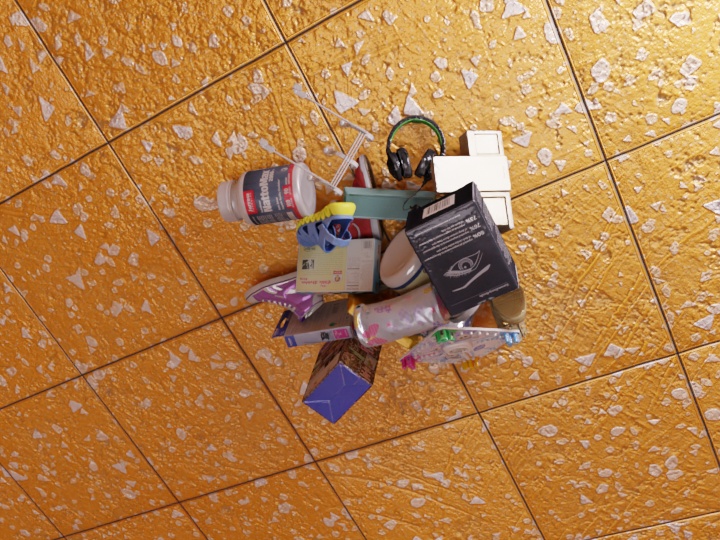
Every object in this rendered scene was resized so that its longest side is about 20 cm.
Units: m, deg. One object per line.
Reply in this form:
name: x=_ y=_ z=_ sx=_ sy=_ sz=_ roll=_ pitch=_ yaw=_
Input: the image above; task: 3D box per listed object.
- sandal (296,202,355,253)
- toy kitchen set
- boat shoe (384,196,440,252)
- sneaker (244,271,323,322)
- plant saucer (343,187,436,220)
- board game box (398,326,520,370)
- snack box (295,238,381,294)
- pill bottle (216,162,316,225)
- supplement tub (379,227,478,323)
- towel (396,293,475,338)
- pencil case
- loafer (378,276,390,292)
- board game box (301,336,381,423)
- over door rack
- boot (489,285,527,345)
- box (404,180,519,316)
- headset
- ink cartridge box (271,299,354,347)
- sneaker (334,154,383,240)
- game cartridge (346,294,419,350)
sandal: x=-0.077 y=-0.078 z=1.500 sx=0.078 sy=0.089 sz=0.199 roll=1 pitch=167 yaw=-30
toy kitchen set: x=0.195 y=-0.164 z=1.464 sx=0.160 sy=0.180 sz=0.204 roll=-3 pitch=82 yaw=-18
boat shoe: x=0.123 y=-0.079 z=1.562 sx=0.074 sy=0.062 sz=0.200 roll=39 pitch=117 yaw=-9
sneaker: x=-0.180 y=0.073 z=1.673 sx=0.198 sy=0.072 sz=0.116 roll=-17 pitch=84 yaw=20
plant saucer: x=0.061 y=-0.136 z=1.498 sx=0.196 sy=0.019 sz=0.071 roll=2 pitch=121 yaw=-2
board game box: x=0.210 y=0.171 z=1.512 sx=0.197 sy=0.026 sz=0.200 roll=4 pitch=153 yaw=-23
snack box: x=-0.051 y=-0.007 z=1.579 sx=0.197 sy=0.037 sz=0.118 roll=-1 pitch=79 yaw=27
pill bottle: x=-0.207 y=-0.162 z=1.549 sx=0.196 sy=0.120 sz=0.121 roll=-7 pitch=117 yaw=15
supplement tub: x=0.155 y=0.011 z=1.501 sx=0.199 sy=0.146 sz=0.145 roll=32 pitch=121 yaw=-25
towel: x=0.171 y=0.087 z=1.590 sx=0.198 sy=0.149 sz=0.024 roll=26 pitch=160 yaw=-17
pencil case: x=0.082 y=0.089 z=1.425 sx=0.197 sy=0.083 sz=0.092 roll=-18 pitch=90 yaw=24
loafer: x=0.000 y=0.000 z=1.604 sx=0.197 sy=0.075 sz=0.071 roll=8 pitch=114 yaw=26
board game box: x=-0.039 y=0.230 z=1.680 sx=0.096 sy=0.201 sz=0.160 roll=36 pitch=120 yaw=-11
over door rack: x=-0.090 y=-0.267 z=1.460 sx=0.198 sy=0.067 sz=0.149 roll=32 pitch=84 yaw=-10
boot: x=0.328 y=0.102 z=1.542 sx=0.072 sy=0.201 sz=0.157 roll=-20 pitch=115 yaw=1
box: x=0.193 y=-0.039 z=1.341 sx=0.146 sy=0.105 sz=0.202 roll=-23 pitch=111 yaw=19
headset: x=0.112 y=-0.215 z=1.444 sx=0.121 sy=0.094 sz=0.204 roll=3 pitch=92 yaw=-1
ink cartridge box: x=-0.104 y=0.126 z=1.684 sx=0.196 sy=0.120 sz=0.043 roll=-8 pitch=119 yaw=15
sneaker: x=-0.017 y=-0.151 z=1.546 sx=0.110 sy=0.072 sz=0.203 roll=-5 pitch=119 yaw=10
game cartridge: x=0.047 y=0.106 z=1.600 sx=0.175 sy=0.200 sz=0.033 roll=32 pitch=100 yaw=-6
